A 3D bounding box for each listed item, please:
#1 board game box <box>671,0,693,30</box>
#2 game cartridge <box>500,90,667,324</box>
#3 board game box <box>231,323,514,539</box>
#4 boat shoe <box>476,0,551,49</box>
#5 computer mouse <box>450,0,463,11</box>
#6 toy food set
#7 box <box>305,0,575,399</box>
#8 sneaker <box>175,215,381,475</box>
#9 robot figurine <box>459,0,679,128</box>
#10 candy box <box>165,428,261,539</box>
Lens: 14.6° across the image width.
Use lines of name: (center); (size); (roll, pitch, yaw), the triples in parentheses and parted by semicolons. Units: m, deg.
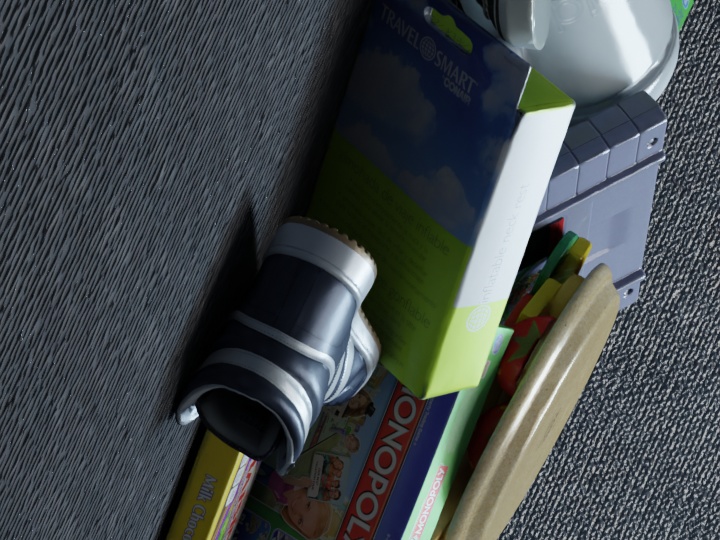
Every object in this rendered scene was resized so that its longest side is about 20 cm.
board game box: (0.159, -0.234, 1.752); (0.153, 0.040, 0.201); (-58, 138, -61)
game cartridge: (0.115, -0.013, 1.665); (0.129, 0.038, 0.200); (-31, 153, -18)
board game box: (-0.007, 0.098, 1.554); (0.029, 0.134, 0.201); (13, 101, -50)
boat shoe: (0.067, -0.166, 1.440); (0.200, 0.063, 0.071); (-82, 173, -65)
computer mouse: (0.078, -0.158, 1.764); (0.200, 0.053, 0.139); (-45, 155, -49)
toy food set: (0.087, 0.080, 1.603); (0.198, 0.049, 0.200); (-48, 163, -54)
box: (0.037, -0.050, 1.459); (0.048, 0.122, 0.201); (-10, 130, -40)
sneaker: (-0.041, 0.056, 1.409); (0.200, 0.070, 0.109); (93, 22, -70)
robot figurine: (0.118, -0.156, 1.622); (0.170, 0.113, 0.200); (-55, 143, -22)
candy box: (-0.088, 0.150, 1.520); (0.102, 0.026, 0.201); (-54, 166, -74)
